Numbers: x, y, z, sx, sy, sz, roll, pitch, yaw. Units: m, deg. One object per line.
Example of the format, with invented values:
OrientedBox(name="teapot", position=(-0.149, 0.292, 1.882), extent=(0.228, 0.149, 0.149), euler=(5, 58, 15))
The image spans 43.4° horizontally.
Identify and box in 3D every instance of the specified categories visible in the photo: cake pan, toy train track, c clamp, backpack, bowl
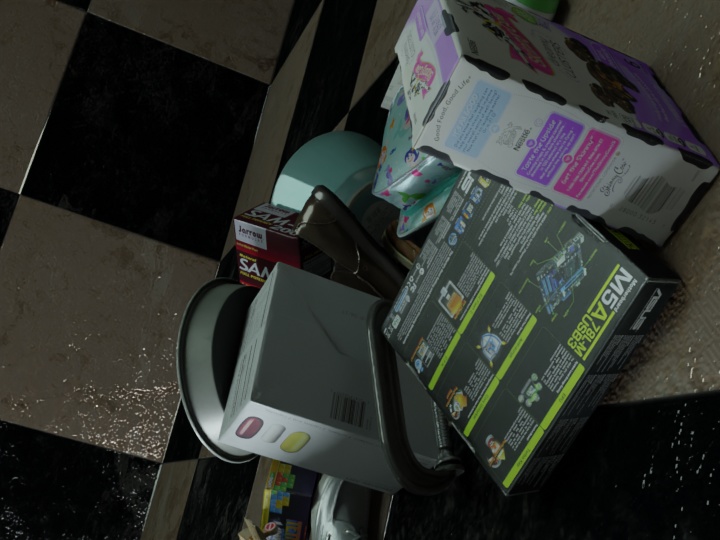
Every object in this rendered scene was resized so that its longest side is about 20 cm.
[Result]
OrientedBox(name="cake pan", position=(-0.125, 0.105, 0.985), extent=(0.036, 0.201, 0.202), euler=(-10, 52, 26))
OrientedBox(name="toy train track", position=(-0.061, 0.307, 0.914), extent=(0.199, 0.032, 0.116), euler=(18, 132, 53))
OrientedBox(name="c clamp", position=(0.060, 0.108, 0.817), extent=(0.027, 0.170, 0.202), euler=(-20, 56, 27))
OrientedBox(name="backpack", position=(0.108, -0.123, 0.842), extent=(0.177, 0.150, 0.202), euler=(-30, 33, 48))
OrientedBox(name="bowl", position=(-0.003, -0.065, 1.121), extent=(0.105, 0.199, 0.203), euler=(25, 97, 55))

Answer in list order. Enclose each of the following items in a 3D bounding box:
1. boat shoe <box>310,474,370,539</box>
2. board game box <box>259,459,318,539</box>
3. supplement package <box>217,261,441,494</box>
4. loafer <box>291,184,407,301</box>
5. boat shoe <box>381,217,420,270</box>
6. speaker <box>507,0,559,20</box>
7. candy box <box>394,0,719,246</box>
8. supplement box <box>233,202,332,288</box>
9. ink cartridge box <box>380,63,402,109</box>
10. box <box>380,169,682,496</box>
OrientedBox(name="boat shoe", position=(-0.020, 0.299, 0.951), extent=(0.068, 0.071, 0.202), euler=(-8, 61, 56))
OrientedBox(name="board game box", position=(-0.076, 0.253, 1.083), extent=(0.201, 0.056, 0.167), euler=(-78, -1, -58))
OrientedBox(name="supplement package", position=(-0.023, 0.112, 0.913), extent=(0.111, 0.198, 0.157), euler=(130, 155, -52))
OrientedBox(name="loafer", position=(0.000, 0.000, 0.996), extent=(0.071, 0.200, 0.073), euler=(-41, -2, 4))
OrientedBox(name="boat shoe", position=(0.082, -0.023, 0.970), extent=(0.069, 0.071, 0.200), euler=(-62, 26, 13))
OrientedBox(name="speaker", position=(0.133, -0.226, 0.976), extent=(0.089, 0.087, 0.201), euler=(-91, 25, -51))
OrientedBox(name="candy box", position=(0.131, -0.121, 0.647), extent=(0.169, 0.198, 0.072), euler=(-94, 28, -53))
OrientedBox(name="supplement box", position=(-0.089, 0.030, 1.092), extent=(0.061, 0.108, 0.203), euler=(-30, -53, -44))
OrientedBox(name="ink cartridge box", position=(0.098, -0.295, 1.250), extent=(0.200, 0.044, 0.178), euler=(-126, 56, -72))
OrientedBox(name="box", position=(0.114, 0.029, 0.685), extent=(0.193, 0.047, 0.202), euler=(49, 124, 39))
